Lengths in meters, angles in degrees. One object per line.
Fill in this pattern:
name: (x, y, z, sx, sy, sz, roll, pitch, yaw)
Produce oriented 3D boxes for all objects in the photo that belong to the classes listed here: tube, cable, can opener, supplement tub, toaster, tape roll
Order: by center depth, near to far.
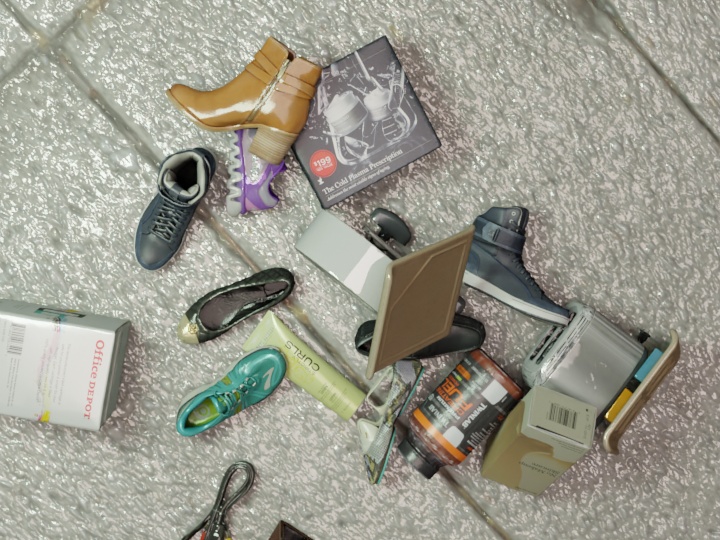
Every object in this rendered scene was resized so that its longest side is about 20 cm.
tape roll: (0.000, 0.000, 1.625, 0.202, 0.202, 0.071, 38, 87, -5)
toaster: (0.339, 0.137, 1.696, 0.129, 0.114, 0.201, 38, 91, -9)
supplement tub: (0.147, 0.221, 1.699, 0.107, 0.107, 0.200, 42, 91, -6)
can opener: (0.088, -0.015, 1.704, 0.199, 0.053, 0.067, 39, 92, -7)
tube: (-0.084, 0.151, 1.711, 0.199, 0.052, 0.058, 39, 64, -1)
cable: (-0.222, 0.389, 1.735, 0.096, 0.050, 0.202, 13, 81, 13)

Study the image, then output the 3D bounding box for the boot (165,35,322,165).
boot: (-0.161, -0.259, 1.569, 0.199, 0.074, 0.156, 26, 105, -3)

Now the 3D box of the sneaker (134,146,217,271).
sneaker: (-0.278, -0.088, 1.624, 0.076, 0.146, 0.204, 27, 94, -7)

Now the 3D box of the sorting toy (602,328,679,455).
sorting toy: (0.420, 0.183, 1.683, 0.036, 0.185, 0.201, 32, 90, 20)

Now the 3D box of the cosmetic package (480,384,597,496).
cosmetic package: (0.262, 0.257, 1.662, 0.104, 0.201, 0.072, 20, 56, -3)

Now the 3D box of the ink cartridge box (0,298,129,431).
ink cartridge box: (-0.454, 0.134, 1.637, 0.198, 0.146, 0.148, 11, 93, -4)

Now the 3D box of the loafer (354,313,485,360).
loafer: (0.089, 0.106, 1.684, 0.198, 0.071, 0.069, -3, 111, 10)

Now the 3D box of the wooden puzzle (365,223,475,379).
wooden puzzle: (0.078, 0.039, 1.548, 0.037, 0.199, 0.186, 32, 129, 29)

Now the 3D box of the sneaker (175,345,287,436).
sneaker: (-0.193, 0.189, 1.684, 0.199, 0.080, 0.078, -36, 97, 5)

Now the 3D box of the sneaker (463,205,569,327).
sneaker: (0.245, -0.013, 1.679, 0.201, 0.077, 0.147, 28, 90, 19)

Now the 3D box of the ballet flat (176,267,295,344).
ballet flat: (-0.191, 0.050, 1.690, 0.199, 0.057, 0.067, -29, 95, -1)

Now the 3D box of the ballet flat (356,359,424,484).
ballet flat: (0.033, 0.224, 1.713, 0.071, 0.072, 0.202, 22, 88, -5)

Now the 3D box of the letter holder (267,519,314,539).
letter holder: (-0.133, 0.504, 1.687, 0.100, 0.142, 0.201, 33, 92, -5)

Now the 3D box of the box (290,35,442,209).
box: (-0.011, -0.216, 1.657, 0.199, 0.104, 0.183, -29, 94, -1)

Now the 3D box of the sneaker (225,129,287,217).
sneaker: (-0.151, -0.178, 1.662, 0.087, 0.081, 0.202, 4, 100, 2)
